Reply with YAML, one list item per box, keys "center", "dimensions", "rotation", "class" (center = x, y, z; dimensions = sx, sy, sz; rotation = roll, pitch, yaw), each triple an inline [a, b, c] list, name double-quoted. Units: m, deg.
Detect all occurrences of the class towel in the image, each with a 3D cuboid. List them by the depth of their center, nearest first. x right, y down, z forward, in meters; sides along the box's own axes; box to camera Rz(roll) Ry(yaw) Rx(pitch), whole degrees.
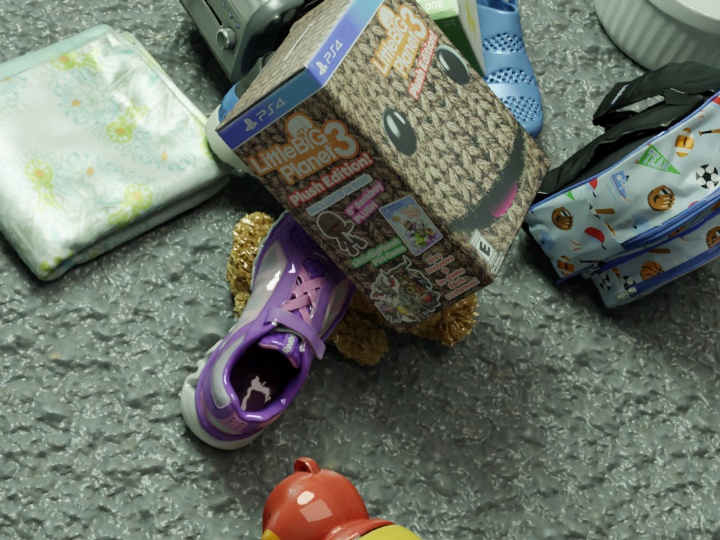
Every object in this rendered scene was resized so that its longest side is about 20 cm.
- center: [-0.216, -0.099, 1.395]
  dimensions: [0.200, 0.048, 0.171]
  rotation: [-30, 69, -34]
  class: "towel"

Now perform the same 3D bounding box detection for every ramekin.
- center: [0.308, -0.267, 1.666]
  dimensions: [0.199, 0.105, 0.201]
  rotation: [10, 52, -13]
  class: "ramekin"

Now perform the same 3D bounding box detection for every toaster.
- center: [-0.055, -0.237, 1.482]
  dimensions: [0.200, 0.114, 0.129]
  rotation: [-23, 62, -34]
  class: "toaster"

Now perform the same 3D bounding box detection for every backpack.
- center: [0.239, -0.070, 1.444]
  dimensions: [0.154, 0.190, 0.200]
  rotation: [48, 53, -2]
  class: "backpack"

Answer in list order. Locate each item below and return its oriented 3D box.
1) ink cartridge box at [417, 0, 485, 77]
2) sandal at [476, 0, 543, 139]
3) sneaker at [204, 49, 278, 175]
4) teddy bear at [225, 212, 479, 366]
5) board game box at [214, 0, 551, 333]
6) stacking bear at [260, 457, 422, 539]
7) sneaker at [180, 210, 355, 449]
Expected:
- center: [0.070, -0.178, 1.458]
  dimensions: [0.048, 0.146, 0.201]
  rotation: [-11, 74, 11]
  class: "ink cartridge box"
- center: [0.112, -0.196, 1.558]
  dimensions: [0.079, 0.087, 0.201]
  rotation: [-4, 58, -24]
  class: "sandal"
- center: [-0.010, -0.107, 1.409]
  dimensions: [0.199, 0.111, 0.077]
  rotation: [24, 42, -22]
  class: "sneaker"
- center: [0.000, 0.000, 1.369]
  dimensions: [0.199, 0.067, 0.146]
  rotation: [22, 85, -10]
  class: "teddy bear"
- center: [0.021, -0.088, 1.279]
  dimensions: [0.200, 0.097, 0.160]
  rotation: [47, 39, -15]
  class: "board game box"
- center: [0.005, 0.217, 1.208]
  dimensions: [0.113, 0.122, 0.200]
  rotation: [-25, 59, -30]
  class: "stacking bear"
- center: [-0.052, 0.037, 1.278]
  dimensions: [0.080, 0.088, 0.201]
  rotation: [31, 79, -11]
  class: "sneaker"
